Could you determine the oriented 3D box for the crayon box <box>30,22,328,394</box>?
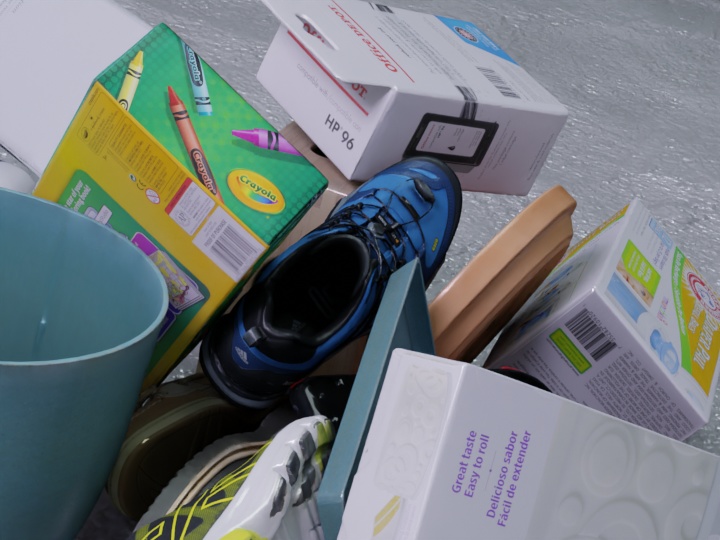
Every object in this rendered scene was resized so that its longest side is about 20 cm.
[{"bbox_3d":[-0.111,-0.025,0.996,0.119,0.200,0.058,43,54,0],"label":"crayon box"}]

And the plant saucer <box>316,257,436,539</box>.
[{"bbox_3d":[0.010,0.076,0.946,0.019,0.070,0.201,-2,33,14],"label":"plant saucer"}]

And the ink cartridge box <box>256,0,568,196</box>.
[{"bbox_3d":[0.018,-0.110,1.159,0.199,0.068,0.116,4,33,-43],"label":"ink cartridge box"}]

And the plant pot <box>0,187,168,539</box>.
[{"bbox_3d":[-0.207,0.068,0.916,0.198,0.162,0.201,13,22,-5],"label":"plant pot"}]

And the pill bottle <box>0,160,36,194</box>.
[{"bbox_3d":[-0.259,-0.017,1.139,0.198,0.121,0.120,18,22,8],"label":"pill bottle"}]

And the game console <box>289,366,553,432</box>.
[{"bbox_3d":[0.065,0.138,0.999,0.175,0.031,0.201,-1,51,-33],"label":"game console"}]

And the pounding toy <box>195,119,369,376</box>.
[{"bbox_3d":[-0.042,-0.018,1.190,0.141,0.186,0.200,19,23,11],"label":"pounding toy"}]

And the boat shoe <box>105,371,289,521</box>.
[{"bbox_3d":[-0.095,0.089,1.057,0.063,0.074,0.200,22,20,21],"label":"boat shoe"}]

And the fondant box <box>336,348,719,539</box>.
[{"bbox_3d":[0.083,0.135,0.883,0.199,0.146,0.058,21,-7,-34],"label":"fondant box"}]

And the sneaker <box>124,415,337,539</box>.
[{"bbox_3d":[-0.067,0.126,0.881,0.084,0.075,0.200,-5,19,25],"label":"sneaker"}]

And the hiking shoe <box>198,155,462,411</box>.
[{"bbox_3d":[0.000,0.000,1.035,0.074,0.087,0.200,45,59,-1],"label":"hiking shoe"}]

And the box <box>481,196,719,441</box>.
[{"bbox_3d":[0.163,0.048,1.219,0.113,0.101,0.200,49,24,-5],"label":"box"}]

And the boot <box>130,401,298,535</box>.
[{"bbox_3d":[-0.025,0.147,0.973,0.138,0.078,0.200,35,36,15],"label":"boot"}]

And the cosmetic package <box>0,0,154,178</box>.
[{"bbox_3d":[-0.171,-0.101,1.278,0.200,0.123,0.199,37,-4,39],"label":"cosmetic package"}]

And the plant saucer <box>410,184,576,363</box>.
[{"bbox_3d":[0.063,0.032,1.139,0.032,0.201,0.200,43,28,7],"label":"plant saucer"}]
